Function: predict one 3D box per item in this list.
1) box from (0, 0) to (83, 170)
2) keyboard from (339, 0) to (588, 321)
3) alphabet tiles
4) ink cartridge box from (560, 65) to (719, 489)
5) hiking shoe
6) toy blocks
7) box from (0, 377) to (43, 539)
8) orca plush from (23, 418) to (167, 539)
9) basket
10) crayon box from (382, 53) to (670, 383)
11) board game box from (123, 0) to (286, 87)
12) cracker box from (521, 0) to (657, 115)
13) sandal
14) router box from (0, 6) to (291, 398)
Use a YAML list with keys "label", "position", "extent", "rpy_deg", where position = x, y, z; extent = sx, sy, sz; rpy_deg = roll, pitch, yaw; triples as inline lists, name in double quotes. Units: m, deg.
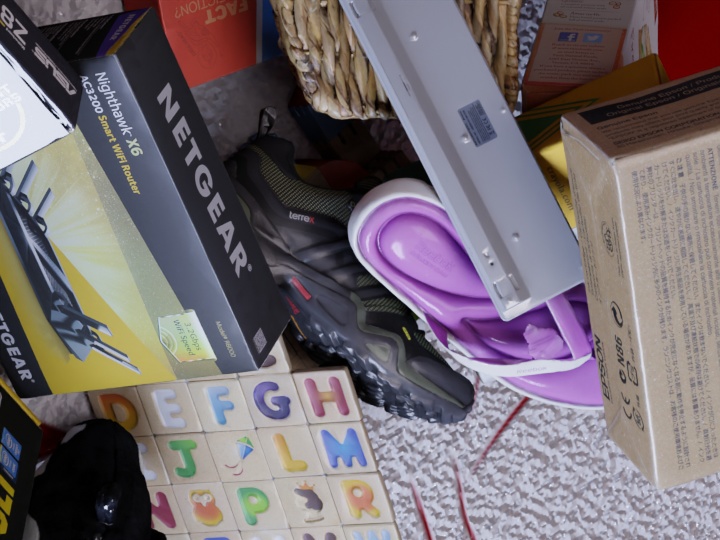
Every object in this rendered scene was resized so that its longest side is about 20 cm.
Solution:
- label: "box"
  position: [-0.263, -0.093, 1.477]
  extent: [0.200, 0.049, 0.161]
  rpy_deg: [-25, 122, 21]
- label: "keyboard"
  position: [0.055, -0.074, 1.584]
  extent: [0.056, 0.011, 0.200]
  rpy_deg: [-27, 90, -15]
- label: "alphabet tiles"
  position: [-0.063, 0.117, 1.687]
  extent: [0.006, 0.166, 0.200]
  rpy_deg: [-53, 132, -53]
- label: "ink cartridge box"
  position: [0.203, -0.005, 1.572]
  extent: [0.164, 0.075, 0.200]
  rpy_deg: [-17, 117, -14]
- label: "hiking shoe"
  position: [0.000, 0.000, 1.650]
  extent: [0.200, 0.076, 0.101]
  rpy_deg: [42, 73, -14]
- label: "toy blocks"
  position: [-0.036, -0.018, 1.719]
  extent: [0.200, 0.100, 0.137]
  rpy_deg: [-42, 110, -21]
- label: "box"
  position: [-0.238, 0.102, 1.537]
  extent: [0.049, 0.200, 0.160]
  rpy_deg: [-24, 122, 20]
- label: "orca plush"
  position: [-0.157, 0.141, 1.610]
  extent: [0.200, 0.105, 0.071]
  rpy_deg: [-54, 169, -48]
- label: "basket"
  position: [0.016, -0.188, 1.674]
  extent: [0.142, 0.149, 0.201]
  rpy_deg: [0, 103, -3]
- label: "crayon box"
  position: [0.129, -0.033, 1.640]
  extent: [0.200, 0.052, 0.126]
  rpy_deg: [-24, 121, 14]
- label: "board game box"
  position: [-0.070, -0.217, 1.668]
  extent: [0.153, 0.040, 0.201]
  rpy_deg: [-23, 113, -30]
- label: "cracker box"
  position: [0.137, -0.101, 1.749]
  extent: [0.200, 0.058, 0.134]
  rpy_deg: [-71, 161, -54]
- label: "sandal"
  position: [0.078, 0.025, 1.614]
  extent: [0.202, 0.050, 0.083]
  rpy_deg: [29, 114, -18]
- label: "router box"
  position: [-0.147, -0.032, 1.583]
  extent: [0.200, 0.157, 0.052]
  rpy_deg: [66, 32, -26]
